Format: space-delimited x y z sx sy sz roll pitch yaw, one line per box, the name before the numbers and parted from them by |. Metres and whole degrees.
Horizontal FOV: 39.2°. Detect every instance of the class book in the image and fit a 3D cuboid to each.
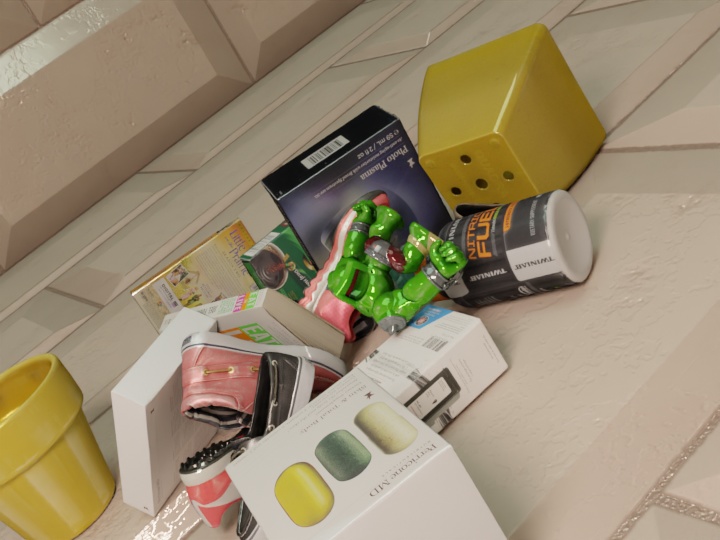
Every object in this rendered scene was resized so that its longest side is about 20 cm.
book | -0.135 0.080 1.229 0.198 0.133 0.049 -15 48 43

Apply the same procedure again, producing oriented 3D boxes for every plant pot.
plant pot | 0.186 -0.174 1.366 0.198 0.201 0.178 -13 37 40
plant pot | -0.417 0.242 1.293 0.199 0.190 0.201 -28 21 12

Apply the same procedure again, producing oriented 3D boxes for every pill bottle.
pill bottle | 0.158 -0.017 1.166 0.198 0.107 0.107 -16 26 37

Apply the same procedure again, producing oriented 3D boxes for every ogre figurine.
ogre figurine | 0.027 -0.004 1.144 0.199 0.098 0.121 34 88 32

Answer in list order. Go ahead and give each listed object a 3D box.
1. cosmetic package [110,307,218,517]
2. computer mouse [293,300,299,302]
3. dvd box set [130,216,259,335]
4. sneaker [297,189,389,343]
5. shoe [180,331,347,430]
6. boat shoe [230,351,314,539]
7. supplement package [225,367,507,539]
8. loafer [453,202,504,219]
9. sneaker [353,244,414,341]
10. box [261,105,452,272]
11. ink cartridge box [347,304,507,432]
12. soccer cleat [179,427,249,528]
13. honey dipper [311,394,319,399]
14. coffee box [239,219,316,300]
cosmetic package | -0.226 0.168 1.195 0.051 0.202 0.151 19 42 13
computer mouse | -0.116 0.067 1.433 0.034 0.060 0.198 -10 8 -41
dvd box set | -0.228 0.035 1.538 0.199 0.147 0.029 -35 19 -6
sneaker | 0.000 0.000 1.258 0.086 0.074 0.203 26 86 20
shoe | -0.106 0.133 1.127 0.072 0.197 0.092 -48 37 49
boat shoe | -0.103 0.180 1.042 0.070 0.065 0.203 -12 60 67
supplement package | 0.009 0.206 0.825 0.151 0.152 0.200 -35 21 -11
loafer | 0.188 -0.056 1.265 0.072 0.063 0.199 -44 24 -28
sneaker | 0.038 0.011 1.323 0.198 0.075 0.088 -32 16 3
box | 0.003 -0.084 1.398 0.198 0.200 0.123 -34 24 -4
ink cartridge box | 0.042 0.130 1.060 0.199 0.068 0.116 -39 20 -17
soccer cleat | -0.113 0.209 1.124 0.068 0.074 0.199 -10 11 44
honey dipper | -0.079 0.142 1.257 0.038 0.038 0.199 -41 26 -22
coffee box | -0.069 -0.030 1.489 0.199 0.124 0.044 -40 21 -22
